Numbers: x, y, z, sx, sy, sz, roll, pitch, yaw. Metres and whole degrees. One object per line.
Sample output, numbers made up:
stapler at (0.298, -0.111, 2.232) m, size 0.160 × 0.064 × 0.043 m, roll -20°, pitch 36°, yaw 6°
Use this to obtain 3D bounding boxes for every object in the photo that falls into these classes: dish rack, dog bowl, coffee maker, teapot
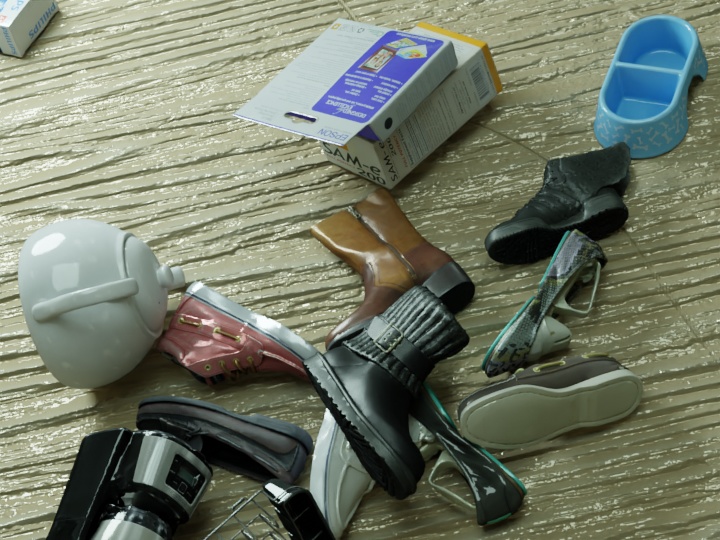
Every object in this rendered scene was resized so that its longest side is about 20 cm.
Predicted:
dish rack at (-0.112, 0.302, 1.503) m, size 0.200 × 0.154 × 0.054 m, roll -39°, pitch 39°, yaw -19°
dog bowl at (0.341, -0.222, 1.879) m, size 0.110 × 0.050 × 0.201 m, roll 11°, pitch 56°, yaw 22°
coffee maker at (-0.258, 0.264, 1.578) m, size 0.190 × 0.135 × 0.201 m, roll 4°, pitch 52°, yaw 18°
teapot at (-0.273, 0.026, 1.733) m, size 0.144 × 0.198 × 0.201 m, roll -16°, pitch 45°, yaw 9°

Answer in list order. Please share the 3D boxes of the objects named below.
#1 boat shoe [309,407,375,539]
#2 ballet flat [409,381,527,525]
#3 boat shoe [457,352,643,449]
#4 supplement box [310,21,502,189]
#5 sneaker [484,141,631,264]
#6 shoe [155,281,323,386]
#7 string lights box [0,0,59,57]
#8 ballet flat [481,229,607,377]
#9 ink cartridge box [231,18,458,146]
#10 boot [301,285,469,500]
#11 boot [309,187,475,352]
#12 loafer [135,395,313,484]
boat shoe at (-0.004, 0.188, 1.622) m, size 0.069 × 0.071 × 0.201 m, roll -2°, pitch 44°, yaw 16°
ballet flat at (0.084, 0.179, 1.608) m, size 0.068 × 0.068 × 0.200 m, roll -39°, pitch 52°, yaw -7°
boat shoe at (0.183, 0.126, 1.603) m, size 0.198 × 0.073 × 0.060 m, roll -11°, pitch 32°, yaw -17°
supplement box at (0.055, -0.199, 1.904) m, size 0.200 × 0.074 × 0.126 m, roll -41°, pitch 41°, yaw -19°
sneaker at (0.222, -0.078, 1.788) m, size 0.198 × 0.060 × 0.105 m, roll -16°, pitch 50°, yaw -6°
shoe at (-0.128, 0.093, 1.733) m, size 0.199 × 0.072 × 0.092 m, roll 27°, pitch 76°, yaw 25°
string lights box at (-0.529, -0.365, 2.209) m, size 0.198 × 0.059 × 0.103 m, roll 14°, pitch 55°, yaw 23°
ballet flat at (0.203, 0.043, 1.689) m, size 0.071 × 0.072 × 0.201 m, roll 22°, pitch 61°, yaw 28°
ink cartridge box at (-0.018, -0.210, 1.860) m, size 0.197 × 0.044 × 0.200 m, roll 20°, pitch 55°, yaw 43°
boot at (0.048, 0.112, 1.572) m, size 0.157 × 0.080 × 0.212 m, roll -29°, pitch 47°, yaw -9°
boot at (0.000, 0.000, 1.772) m, size 0.187 × 0.069 × 0.200 m, roll -33°, pitch 51°, yaw -13°
loafer at (-0.150, 0.179, 1.665) m, size 0.198 × 0.072 × 0.063 m, roll 9°, pitch 58°, yaw 17°
